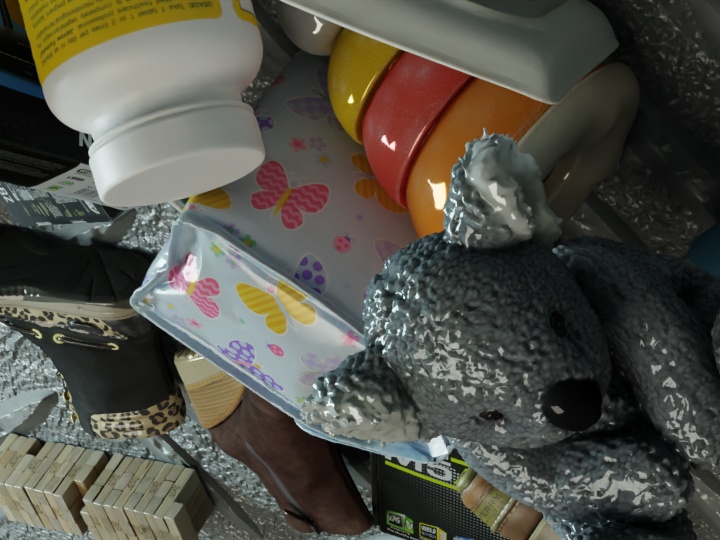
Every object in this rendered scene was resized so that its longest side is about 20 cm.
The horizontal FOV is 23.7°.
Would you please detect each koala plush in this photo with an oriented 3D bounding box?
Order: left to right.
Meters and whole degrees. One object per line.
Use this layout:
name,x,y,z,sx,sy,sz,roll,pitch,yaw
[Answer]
koala plush,0.075,0.040,0.776,0.200,0.177,0.184,23,-165,-41

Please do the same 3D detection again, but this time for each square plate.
square plate,0.021,-0.139,0.805,0.198,0.200,0.028,23,110,10

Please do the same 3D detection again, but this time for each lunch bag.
lunch bag,0.000,0.000,0.965,0.200,0.170,0.127,32,142,-3

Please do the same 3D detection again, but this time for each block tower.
block tower,-0.214,0.183,1.401,0.200,0.058,0.054,8,137,29

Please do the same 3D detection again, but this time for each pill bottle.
pill bottle,-0.114,-0.139,0.856,0.112,0.112,0.200,-26,76,47

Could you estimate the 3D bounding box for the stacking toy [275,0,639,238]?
stacking toy,0.032,-0.097,0.897,0.200,0.146,0.146,41,144,14

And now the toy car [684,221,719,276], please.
toy car,0.248,0.045,0.826,0.177,0.200,0.184,38,141,-9

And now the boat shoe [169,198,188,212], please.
boat shoe,-0.064,-0.026,1.062,0.200,0.067,0.074,38,142,-9

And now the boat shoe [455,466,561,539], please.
boat shoe,0.117,0.073,0.950,0.068,0.200,0.072,31,129,7

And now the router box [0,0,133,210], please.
router box,-0.188,-0.124,0.897,0.051,0.149,0.200,-20,158,40

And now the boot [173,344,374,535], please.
boot,-0.031,0.110,1.179,0.200,0.072,0.166,-7,122,53

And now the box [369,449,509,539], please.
box,0.103,0.134,1.144,0.200,0.048,0.193,17,142,16

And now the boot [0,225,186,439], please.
boot,-0.223,0.047,1.247,0.200,0.073,0.151,5,135,22

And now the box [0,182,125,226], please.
box,-0.221,-0.118,1.026,0.200,0.044,0.160,56,156,-18
